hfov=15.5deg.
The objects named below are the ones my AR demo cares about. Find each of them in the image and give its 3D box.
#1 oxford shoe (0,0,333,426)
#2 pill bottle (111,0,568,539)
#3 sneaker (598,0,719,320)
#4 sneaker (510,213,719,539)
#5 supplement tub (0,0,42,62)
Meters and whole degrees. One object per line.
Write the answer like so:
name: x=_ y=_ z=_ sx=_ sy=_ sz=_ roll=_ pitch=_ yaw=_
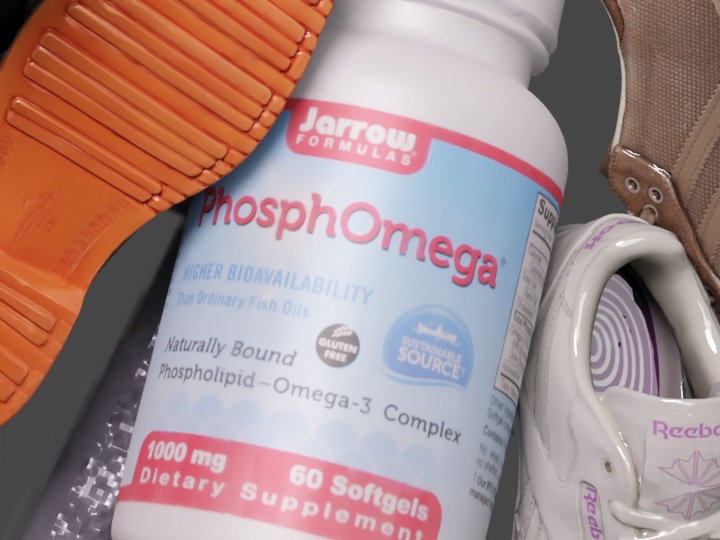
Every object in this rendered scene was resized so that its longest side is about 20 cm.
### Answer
oxford shoe: x=-0.078 y=-0.043 z=0.758 sx=0.071 sy=0.073 sz=0.200 roll=39 pitch=105 yaw=-16
pill bottle: x=0.000 y=0.000 z=0.781 sx=0.109 sy=0.109 sz=0.200 roll=14 pitch=79 yaw=-7
sneaker: x=0.119 y=-0.026 z=0.837 sx=0.076 sy=0.070 sz=0.200 roll=-15 pitch=98 yaw=27
sneaker: x=0.079 y=0.080 z=0.788 sx=0.075 sy=0.100 sz=0.200 roll=-7 pitch=83 yaw=-14
supplement tub: x=-0.127 y=-0.120 z=0.733 sx=0.122 sy=0.200 sz=0.123 roll=1 pitch=81 yaw=-9
